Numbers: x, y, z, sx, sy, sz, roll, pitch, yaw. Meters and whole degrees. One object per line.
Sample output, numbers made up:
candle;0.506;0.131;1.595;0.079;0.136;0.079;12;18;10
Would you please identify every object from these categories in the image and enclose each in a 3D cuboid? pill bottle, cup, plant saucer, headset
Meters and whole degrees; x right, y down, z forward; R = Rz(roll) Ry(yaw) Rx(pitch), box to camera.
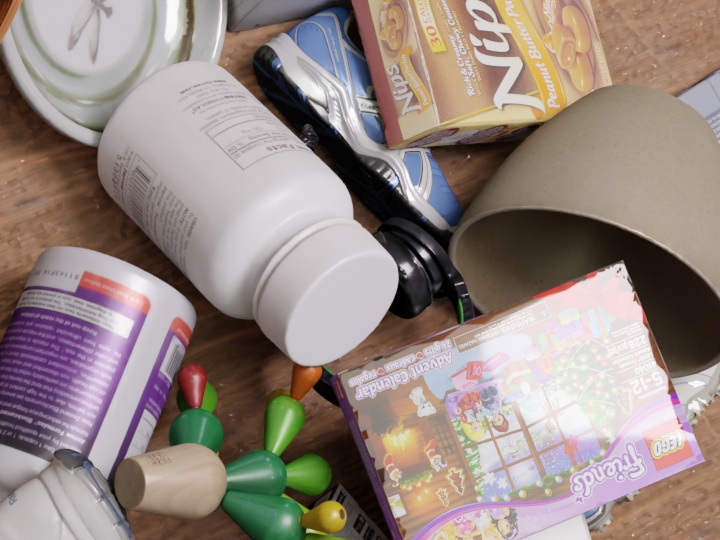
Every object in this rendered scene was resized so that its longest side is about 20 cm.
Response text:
pill bottle;-0.188;0.096;1.299;0.111;0.111;0.201;26;72;-15
cup;0.176;-0.039;1.408;0.199;0.200;0.144;31;62;-14
plant saucer;-0.175;-0.180;1.366;0.199;0.050;0.202;-4;95;-48
pill bottle;-0.070;-0.035;1.320;0.114;0.115;0.200;-30;55;-23
headset;0.000;0.000;1.385;0.123;0.094;0.201;-20;59;-12

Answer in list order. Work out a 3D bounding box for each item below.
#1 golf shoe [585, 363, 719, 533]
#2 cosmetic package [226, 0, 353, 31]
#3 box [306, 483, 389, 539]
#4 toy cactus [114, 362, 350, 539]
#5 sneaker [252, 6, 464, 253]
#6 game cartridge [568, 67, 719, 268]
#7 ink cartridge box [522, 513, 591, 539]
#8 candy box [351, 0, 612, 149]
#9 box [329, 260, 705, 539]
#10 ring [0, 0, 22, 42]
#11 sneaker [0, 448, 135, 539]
golf shoe;0.185;0.092;1.472;0.097;0.078;0.200;45;67;-2
cosmetic package;-0.011;-0.294;1.437;0.198;0.123;0.202;-14;84;-24
box;-0.013;0.227;1.316;0.110;0.035;0.200;50;23;-7
toy cactus;-0.071;0.123;1.257;0.164;0.103;0.200;3;40;-45
sneaker;0.017;-0.096;1.435;0.077;0.076;0.200;-43;99;-18
game cartridge;0.240;-0.056;1.541;0.199;0.040;0.134;-31;89;-23
ink cartridge box;0.095;0.212;1.328;0.116;0.067;0.202;-15;86;-10
candy box;0.089;-0.151;1.448;0.199;0.055;0.116;-7;80;-46
box;0.098;0.093;1.291;0.199;0.039;0.138;-21;85;-11
ring;-0.240;-0.207;1.286;0.019;0.200;0.202;16;74;-31
sneaker;-0.150;0.206;1.224;0.087;0.075;0.201;-32;93;-2
